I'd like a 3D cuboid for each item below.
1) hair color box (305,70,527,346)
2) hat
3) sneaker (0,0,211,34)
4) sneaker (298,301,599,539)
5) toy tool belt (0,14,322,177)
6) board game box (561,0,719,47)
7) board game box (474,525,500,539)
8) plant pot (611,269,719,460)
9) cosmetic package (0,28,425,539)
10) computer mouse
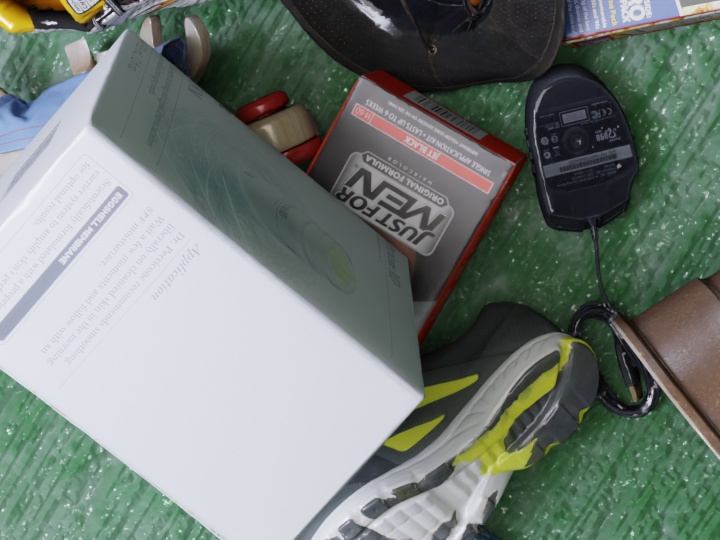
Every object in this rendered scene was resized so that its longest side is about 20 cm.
[{"bbox_3d":[0.000,0.000,1.121,0.101,0.061,0.201,30,103,6],"label":"hair color box"},{"bbox_3d":[0.035,-0.188,1.086,0.200,0.201,0.081,27,59,11],"label":"hat"},{"bbox_3d":[-0.124,-0.164,1.103,0.199,0.082,0.078,-8,120,37],"label":"sneaker"},{"bbox_3d":[0.042,0.098,1.109,0.200,0.085,0.075,-40,126,1],"label":"sneaker"},{"bbox_3d":[-0.132,-0.088,1.124,0.199,0.125,0.123,-20,97,14],"label":"toy tool belt"},{"bbox_3d":[0.194,-0.212,1.071,0.199,0.046,0.152,-9,91,14],"label":"board game box"},{"bbox_3d":[0.046,0.252,1.145,0.151,0.037,0.201,34,100,10],"label":"board game box"},{"bbox_3d":[0.265,0.044,1.007,0.198,0.200,0.201,-38,85,5],"label":"plant pot"},{"bbox_3d":[-0.081,0.007,0.981,0.200,0.200,0.123,40,104,-14],"label":"cosmetic package"},{"bbox_3d":[0.130,-0.016,1.113,0.058,0.034,0.201,-11,96,-3],"label":"computer mouse"}]
